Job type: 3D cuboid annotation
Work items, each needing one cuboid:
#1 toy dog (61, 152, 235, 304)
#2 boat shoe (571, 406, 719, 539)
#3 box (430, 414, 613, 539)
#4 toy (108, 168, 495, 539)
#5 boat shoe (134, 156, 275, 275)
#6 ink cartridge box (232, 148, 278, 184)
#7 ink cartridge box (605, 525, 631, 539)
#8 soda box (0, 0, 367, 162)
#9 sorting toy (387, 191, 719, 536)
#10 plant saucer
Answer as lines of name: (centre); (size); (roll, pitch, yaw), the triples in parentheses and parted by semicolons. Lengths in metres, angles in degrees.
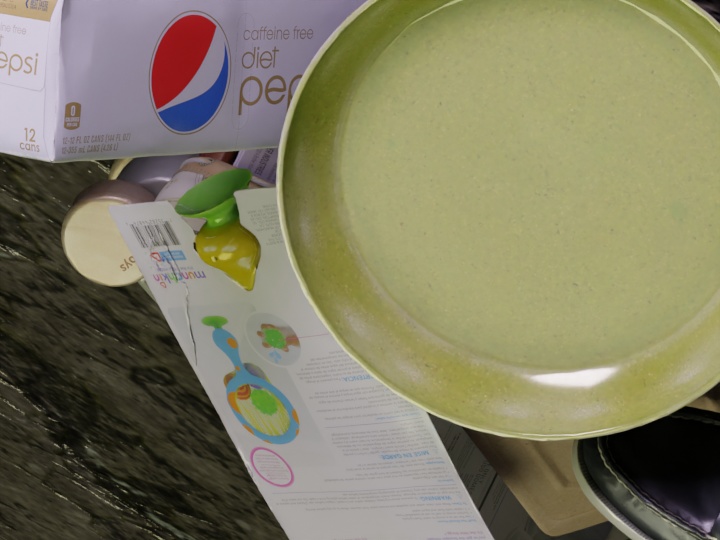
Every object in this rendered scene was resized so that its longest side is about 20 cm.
toy dog: (-0.049, 0.000, 1.317); (0.096, 0.132, 0.200); (-36, 125, 25)
boat shoe: (0.184, 0.099, 1.102); (0.199, 0.075, 0.066); (29, 151, 7)
box: (0.103, 0.146, 1.419); (0.060, 0.117, 0.200); (4, 146, 44)
toy: (-0.015, 0.039, 1.174); (0.115, 0.047, 0.200); (-5, 126, 41)
boat shoe: (-0.001, 0.001, 1.211); (0.200, 0.063, 0.073); (17, 140, 15)
ink cartridge box: (0.043, -0.026, 1.206); (0.200, 0.042, 0.119); (32, 159, -1)
ink cartridge box: (0.173, 0.204, 1.336); (0.146, 0.200, 0.084); (19, 156, 24)
soda box: (-0.070, -0.081, 1.043); (0.068, 0.064, 0.200); (12, -168, 37)
sorting toy: (0.127, 0.034, 1.144); (0.185, 0.037, 0.200); (-20, 140, 18)
plant saucer: (0.068, -0.031, 1.036); (0.200, 0.031, 0.200); (5, 114, 10)
